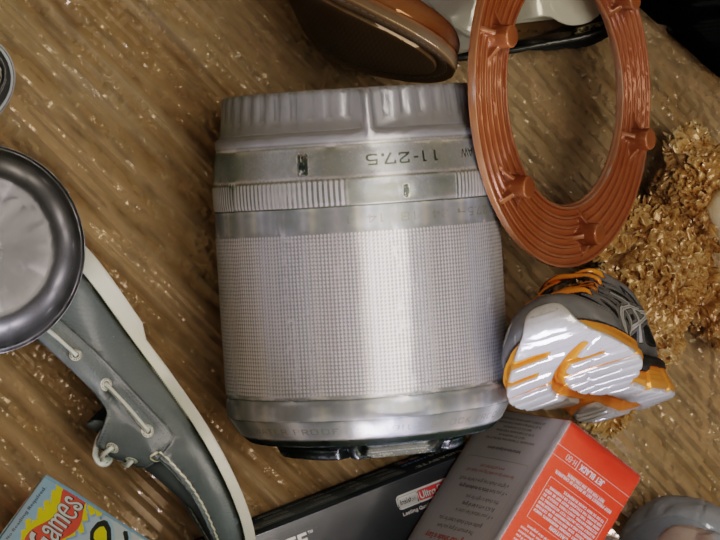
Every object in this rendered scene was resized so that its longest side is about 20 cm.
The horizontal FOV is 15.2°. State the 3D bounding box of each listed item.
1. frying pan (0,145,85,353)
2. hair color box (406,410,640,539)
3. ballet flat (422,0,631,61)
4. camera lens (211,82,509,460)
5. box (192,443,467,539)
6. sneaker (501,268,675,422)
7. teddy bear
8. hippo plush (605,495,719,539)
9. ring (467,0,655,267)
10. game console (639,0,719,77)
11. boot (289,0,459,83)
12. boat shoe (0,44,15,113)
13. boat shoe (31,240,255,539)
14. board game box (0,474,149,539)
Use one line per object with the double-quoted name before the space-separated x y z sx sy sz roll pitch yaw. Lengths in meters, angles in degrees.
"frying pan" -0.222 0.020 1.435 0.115 0.031 0.190 31 78 -8
"hair color box" 0.064 0.178 1.512 0.061 0.101 0.200 38 77 -21
"ballet flat" 0.073 -0.156 1.581 0.200 0.068 0.068 -10 95 -24
"camera lens" 0.000 0.000 1.500 0.160 0.160 0.201 -5 92 -24
"box" -0.001 0.206 1.564 0.200 0.046 0.159 -19 98 -23
"sneaker" 0.120 0.035 1.503 0.078 0.200 0.077 -16 76 13
"teddy bear" 0.178 0.008 1.632 0.200 0.067 0.145 -36 107 -19
"hippo plush" 0.215 0.202 1.590 0.200 0.159 0.161 41 37 0
"ring" 0.119 -0.102 1.520 0.200 0.019 0.201 -2 93 -56
"game console" 0.236 -0.207 1.581 0.176 0.200 0.117 39 76 -20
"boot" 0.002 -0.203 1.505 0.200 0.074 0.155 31 67 15
"boat shoe" -0.270 -0.075 1.433 0.200 0.057 0.069 -24 100 -22
"boat shoe" -0.129 0.079 1.488 0.062 0.073 0.200 -33 94 -15
"board game box" -0.106 0.213 1.425 0.103 0.200 0.105 -54 152 -14
